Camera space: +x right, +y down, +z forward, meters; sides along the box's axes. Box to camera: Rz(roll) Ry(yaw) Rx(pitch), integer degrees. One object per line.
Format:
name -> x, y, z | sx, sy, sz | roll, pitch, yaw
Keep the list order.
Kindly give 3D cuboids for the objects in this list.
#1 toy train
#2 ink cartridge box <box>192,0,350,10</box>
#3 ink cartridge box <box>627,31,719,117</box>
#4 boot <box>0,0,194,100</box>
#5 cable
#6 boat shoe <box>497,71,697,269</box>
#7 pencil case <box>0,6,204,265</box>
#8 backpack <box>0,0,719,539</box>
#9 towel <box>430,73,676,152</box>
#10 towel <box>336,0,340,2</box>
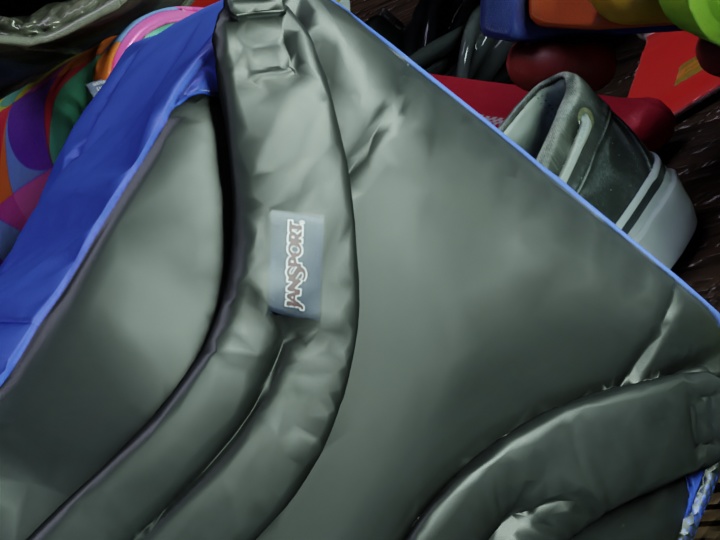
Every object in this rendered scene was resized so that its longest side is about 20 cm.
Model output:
toy train -> 0.078, -0.088, 0.723 | 0.200, 0.085, 0.116 | -6, 14, -26
ink cartridge box -> -0.068, -0.071, 1.039 | 0.160, 0.047, 0.200 | -42, 37, 36
ink cartridge box -> 0.169, -0.142, 0.868 | 0.200, 0.045, 0.176 | -32, 16, 30
boot -> -0.141, -0.094, 0.925 | 0.182, 0.073, 0.200 | -26, 10, 6
cable -> 0.056, -0.099, 1.026 | 0.163, 0.051, 0.200 | -32, 12, 12
boat shoe -> 0.019, 0.022, 0.703 | 0.072, 0.071, 0.200 | -20, 26, 52
pencil case -> -0.105, -0.036, 0.943 | 0.088, 0.088, 0.200 | -50, 16, -32
backpack -> -0.034, 0.069, 0.545 | 0.200, 0.163, 0.168 | -60, 14, -20
towel -> 0.000, 0.000, 0.839 | 0.200, 0.022, 0.145 | -42, 27, -21
towel -> 0.007, -0.192, 0.967 | 0.200, 0.023, 0.144 | -58, 24, 7
